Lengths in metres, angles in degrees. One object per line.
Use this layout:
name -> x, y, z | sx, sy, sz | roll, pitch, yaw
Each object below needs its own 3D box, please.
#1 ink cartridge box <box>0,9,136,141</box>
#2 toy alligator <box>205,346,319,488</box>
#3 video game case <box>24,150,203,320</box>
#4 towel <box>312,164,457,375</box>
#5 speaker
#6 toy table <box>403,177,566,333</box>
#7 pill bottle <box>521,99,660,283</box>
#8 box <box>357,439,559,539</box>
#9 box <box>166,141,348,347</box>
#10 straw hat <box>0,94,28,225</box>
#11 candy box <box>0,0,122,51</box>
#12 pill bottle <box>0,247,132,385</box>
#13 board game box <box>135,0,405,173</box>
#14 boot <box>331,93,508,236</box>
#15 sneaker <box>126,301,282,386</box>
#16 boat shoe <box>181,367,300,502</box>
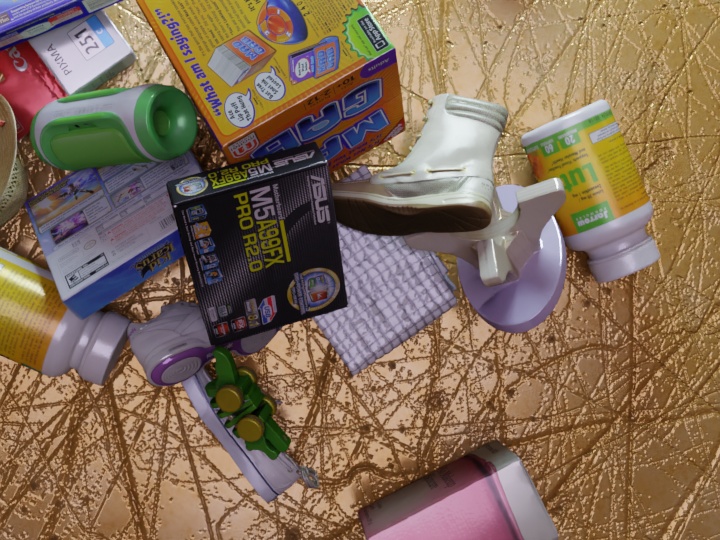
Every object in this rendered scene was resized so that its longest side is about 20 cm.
ink cartridge box -> -0.393, -0.283, 1.177 | 0.176, 0.045, 0.200 | -36, 93, -4
toy alligator -> -0.122, 0.176, 1.138 | 0.054, 0.059, 0.200 | -28, 103, 23
video game case -> -0.265, -0.064, 1.137 | 0.200, 0.045, 0.181 | -32, 50, -3
towel -> 0.000, 0.000, 1.196 | 0.166, 0.086, 0.200 | -37, 92, -5
speaker -> -0.274, -0.156, 1.106 | 0.200, 0.088, 0.089 | 0, 91, 37
toy table -> 0.154, -0.040, 1.142 | 0.184, 0.117, 0.200 | -27, 50, 12
pill bottle -> 0.280, -0.092, 1.201 | 0.111, 0.111, 0.200 | -24, 93, -4
box -> 0.110, 0.300, 1.186 | 0.200, 0.128, 0.109 | -27, 92, -5
box -> -0.103, -0.024, 1.057 | 0.160, 0.044, 0.200 | -16, 131, -10
straw hat -> -0.430, -0.098, 1.150 | 0.201, 0.085, 0.201 | -10, 67, 26
candy box -> -0.384, -0.369, 1.117 | 0.169, 0.077, 0.200 | -24, 93, -5
pill bottle -> -0.370, 0.054, 1.150 | 0.200, 0.113, 0.113 | 25, 89, -5
board game box -> -0.090, -0.221, 1.098 | 0.200, 0.200, 0.200 | -30, 74, -4
boot -> 0.060, -0.121, 1.124 | 0.200, 0.072, 0.155 | 2, 62, 24
sneaker -> -0.175, 0.060, 1.167 | 0.200, 0.075, 0.100 | -19, 50, -36
boat shoe -> -0.132, 0.173, 1.191 | 0.086, 0.075, 0.202 | -35, 96, -3
